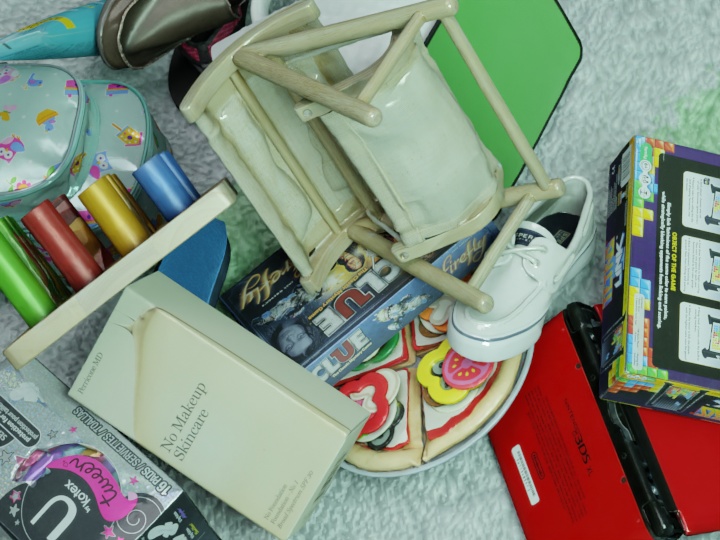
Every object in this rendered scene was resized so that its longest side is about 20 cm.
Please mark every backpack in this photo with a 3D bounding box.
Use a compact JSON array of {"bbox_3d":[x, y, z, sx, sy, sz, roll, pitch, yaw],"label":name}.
[{"bbox_3d":[-0.259,-0.082,1.749,0.198,0.154,0.177,1,57,8],"label":"backpack"}]

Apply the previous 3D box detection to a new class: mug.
[{"bbox_3d":[-0.019,-0.175,1.690,0.174,0.148,0.201,-26,63,6],"label":"mug"}]

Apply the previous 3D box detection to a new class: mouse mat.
[{"bbox_3d":[0.108,-0.161,1.670,0.007,0.161,0.201,1,50,40],"label":"mouse mat"}]

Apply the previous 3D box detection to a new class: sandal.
[{"bbox_3d":[-0.132,-0.220,1.845,0.074,0.045,0.201,-3,62,14],"label":"sandal"}]

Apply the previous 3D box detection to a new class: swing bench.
[{"bbox_3d":[0.009,-0.088,1.543,0.199,0.199,0.130,7,52,43],"label":"swing bench"}]

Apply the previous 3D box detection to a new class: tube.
[{"bbox_3d":[-0.249,-0.201,1.788,0.077,0.200,0.051,-21,92,27],"label":"tube"}]

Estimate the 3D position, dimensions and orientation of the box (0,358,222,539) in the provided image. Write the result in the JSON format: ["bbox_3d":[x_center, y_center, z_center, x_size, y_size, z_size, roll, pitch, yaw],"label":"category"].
[{"bbox_3d":[-0.219,0.176,1.606,0.200,0.132,0.115,36,76,29],"label":"box"}]

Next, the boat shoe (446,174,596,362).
[{"bbox_3d":[0.122,-0.007,1.584,0.073,0.066,0.200,16,38,19],"label":"boat shoe"}]

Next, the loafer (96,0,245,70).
[{"bbox_3d":[-0.139,-0.238,1.788,0.200,0.073,0.071,-41,45,-17],"label":"loafer"}]

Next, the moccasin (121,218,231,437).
[{"bbox_3d":[-0.149,0.053,1.693,0.080,0.068,0.201,23,65,10],"label":"moccasin"}]

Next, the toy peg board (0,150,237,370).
[{"bbox_3d":[-0.200,-0.033,1.583,0.199,0.200,0.098,-38,95,0],"label":"toy peg board"}]

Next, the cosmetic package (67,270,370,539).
[{"bbox_3d":[-0.105,0.100,1.566,0.199,0.073,0.104,32,106,8],"label":"cosmetic package"}]

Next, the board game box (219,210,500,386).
[{"bbox_3d":[0.000,0.000,1.655,0.200,0.035,0.135,-40,41,-5],"label":"board game box"}]

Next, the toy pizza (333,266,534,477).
[{"bbox_3d":[0.040,0.068,1.617,0.199,0.032,0.201,-19,47,21],"label":"toy pizza"}]

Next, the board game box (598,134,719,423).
[{"bbox_3d":[0.266,0.012,1.562,0.164,0.057,0.201,13,62,-12],"label":"board game box"}]

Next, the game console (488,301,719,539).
[{"bbox_3d":[0.204,0.131,1.577,0.172,0.118,0.201,-39,53,30],"label":"game console"}]
